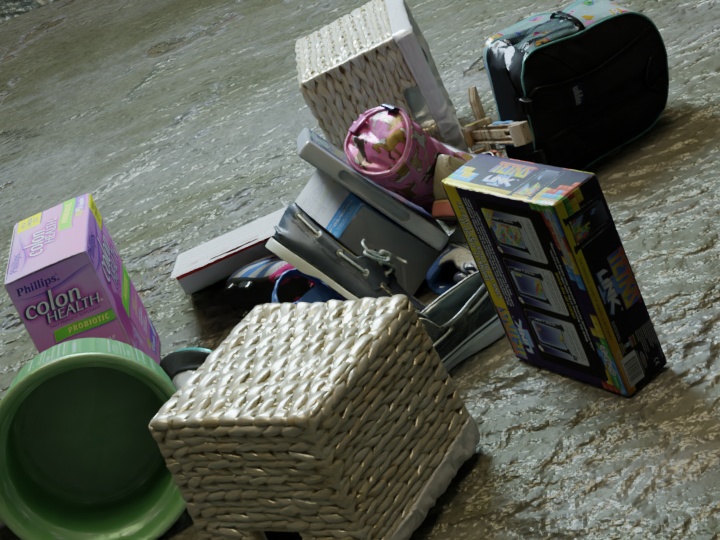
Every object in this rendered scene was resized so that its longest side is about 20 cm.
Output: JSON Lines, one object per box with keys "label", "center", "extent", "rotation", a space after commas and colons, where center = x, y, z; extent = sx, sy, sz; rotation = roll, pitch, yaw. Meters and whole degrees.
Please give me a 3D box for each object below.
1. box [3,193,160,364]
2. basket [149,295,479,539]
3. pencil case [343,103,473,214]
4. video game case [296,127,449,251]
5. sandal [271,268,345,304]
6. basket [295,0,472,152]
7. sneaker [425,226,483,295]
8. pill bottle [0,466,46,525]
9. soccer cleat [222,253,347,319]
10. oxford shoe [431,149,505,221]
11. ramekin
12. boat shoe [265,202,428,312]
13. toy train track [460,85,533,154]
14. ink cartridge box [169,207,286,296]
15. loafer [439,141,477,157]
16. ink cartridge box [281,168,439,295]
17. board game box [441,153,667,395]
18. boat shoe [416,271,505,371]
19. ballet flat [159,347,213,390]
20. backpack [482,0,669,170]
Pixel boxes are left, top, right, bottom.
{"label": "box", "center": [-0.301, 0.047, 1.784], "extent": [0.096, 0.202, 0.176], "rotation": [-23, 23, 2]}
{"label": "basket", "center": [-0.038, 0.138, 1.395], "extent": [0.196, 0.162, 0.200], "rotation": [-5, 28, 37]}
{"label": "pencil case", "center": [0.063, -0.111, 1.732], "extent": [0.082, 0.199, 0.088], "rotation": [-5, 73, 30]}
{"label": "video game case", "center": [0.010, -0.092, 1.768], "extent": [0.023, 0.181, 0.200], "rotation": [-55, 7, 5]}
{"label": "sandal", "center": [-0.036, 0.053, 1.672], "extent": [0.079, 0.088, 0.199], "rotation": [-33, 28, -25]}
{"label": "basket", "center": [0.027, -0.214, 2.025], "extent": [0.159, 0.200, 0.201], "rotation": [-25, 24, 6]}
{"label": "sneaker", "center": [0.143, 0.001, 1.638], "extent": [0.085, 0.078, 0.199], "rotation": [-41, 19, -31]}
{"label": "pill bottle", "center": [-0.302, 0.175, 1.629], "extent": [0.198, 0.117, 0.117], "rotation": [-26, 24, -3]}
{"label": "soccer cleat", "center": [-0.066, 0.005, 1.814], "extent": [0.198, 0.070, 0.086], "rotation": [-5, 31, 37]}
{"label": "oxford shoe", "center": [0.157, -0.090, 1.714], "extent": [0.198, 0.076, 0.070], "rotation": [-1, -2, -44]}
{"label": "ramekin", "center": [-0.252, 0.161, 1.522], "extent": [0.198, 0.202, 0.098], "rotation": [-25, 17, -3]}
{"label": "boat shoe", "center": [0.000, 0.000, 1.647], "extent": [0.062, 0.199, 0.075], "rotation": [-60, -13, 4]}
{"label": "toy train track", "center": [0.146, -0.152, 1.850], "extent": [0.032, 0.116, 0.200], "rotation": [-22, 9, -13]}
{"label": "ink cartridge box", "center": [-0.140, -0.017, 1.899], "extent": [0.159, 0.051, 0.200], "rotation": [-24, 11, -1]}
{"label": "loafer", "center": [0.101, -0.100, 1.867], "extent": [0.071, 0.074, 0.199], "rotation": [-37, 27, -30]}
{"label": "ink cartridge box", "center": [-0.004, -0.048, 1.793], "extent": [0.068, 0.115, 0.200], "rotation": [-55, 26, 5]}
{"label": "board game box", "center": [0.172, 0.001, 1.446], "extent": [0.056, 0.202, 0.165], "rotation": [-35, 27, -21]}
{"label": "boat shoe", "center": [0.059, 0.067, 1.573], "extent": [0.199, 0.072, 0.072], "rotation": [-35, 27, -24]}
{"label": "ballet flat", "center": [-0.142, 0.116, 1.667], "extent": [0.198, 0.068, 0.069], "rotation": [-6, 38, 36]}
{"label": "backpack", "center": [0.247, -0.217, 1.853], "extent": [0.198, 0.178, 0.153], "rotation": [-24, 28, -11]}
